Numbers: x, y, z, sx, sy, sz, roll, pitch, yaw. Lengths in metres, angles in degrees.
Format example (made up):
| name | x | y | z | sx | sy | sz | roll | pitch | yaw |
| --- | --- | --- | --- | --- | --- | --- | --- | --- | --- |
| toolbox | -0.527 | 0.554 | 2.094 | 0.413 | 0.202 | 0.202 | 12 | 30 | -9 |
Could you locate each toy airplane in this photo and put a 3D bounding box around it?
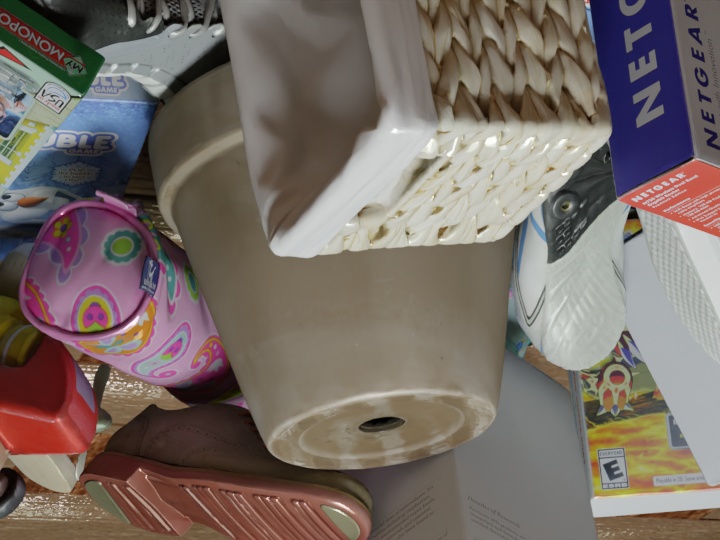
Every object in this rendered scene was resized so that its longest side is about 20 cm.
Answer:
| name | x | y | z | sx | sy | sz | roll | pitch | yaw |
| --- | --- | --- | --- | --- | --- | --- | --- | --- | --- |
| toy airplane | -0.221 | 0.038 | 1.373 | 0.141 | 0.199 | 0.200 | -46 | 177 | -17 |

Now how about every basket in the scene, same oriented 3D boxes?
| name | x | y | z | sx | sy | sz | roll | pitch | yaw |
| --- | --- | --- | --- | --- | --- | --- | --- | --- | --- |
| basket | 0.020 | -0.119 | 1.107 | 0.123 | 0.201 | 0.136 | 0 | 156 | -27 |

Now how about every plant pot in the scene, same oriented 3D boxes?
| name | x | y | z | sx | sy | sz | roll | pitch | yaw |
| --- | --- | --- | --- | --- | --- | --- | --- | --- | --- |
| plant pot | 0.000 | 0.000 | 1.242 | 0.199 | 0.174 | 0.200 | -8 | 158 | -3 |

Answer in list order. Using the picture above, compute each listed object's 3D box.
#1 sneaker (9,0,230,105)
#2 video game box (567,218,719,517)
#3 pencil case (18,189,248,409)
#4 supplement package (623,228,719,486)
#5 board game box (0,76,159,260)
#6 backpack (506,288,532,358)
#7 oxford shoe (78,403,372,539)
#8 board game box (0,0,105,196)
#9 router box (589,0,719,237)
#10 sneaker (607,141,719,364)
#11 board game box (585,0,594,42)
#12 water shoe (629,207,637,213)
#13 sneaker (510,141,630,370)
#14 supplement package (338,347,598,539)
| name | x | y | z | sx | sy | sz | roll | pitch | yaw |
| --- | --- | --- | --- | --- | --- | --- | --- | --- | --- |
| sneaker | -0.082 | -0.138 | 1.199 | 0.115 | 0.075 | 0.200 | -23 | 161 | 22 |
| video game box | 0.228 | 0.054 | 1.531 | 0.199 | 0.183 | 0.047 | -4 | 157 | -4 |
| pencil case | -0.108 | 0.021 | 1.338 | 0.087 | 0.088 | 0.200 | -14 | 160 | 17 |
| supplement package | 0.280 | -0.004 | 1.377 | 0.200 | 0.148 | 0.191 | -22 | 172 | -46 |
| board game box | -0.225 | -0.065 | 1.341 | 0.199 | 0.044 | 0.199 | 2 | 154 | -15 |
| backpack | 0.027 | 0.023 | 1.467 | 0.175 | 0.154 | 0.200 | 3 | 147 | -7 |
| oxford shoe | -0.066 | 0.103 | 1.321 | 0.199 | 0.074 | 0.071 | 6 | 144 | 40 |
| board game box | -0.233 | -0.114 | 1.150 | 0.200 | 0.029 | 0.135 | 33 | 142 | -13 |
| router box | 0.185 | -0.107 | 1.155 | 0.179 | 0.201 | 0.049 | 16 | 148 | -39 |
| sneaker | 0.189 | -0.031 | 1.256 | 0.082 | 0.074 | 0.201 | -31 | 126 | -9 |
| board game box | 0.107 | -0.112 | 1.284 | 0.151 | 0.037 | 0.200 | 25 | 145 | -24 |
| water shoe | 0.199 | -0.092 | 1.326 | 0.200 | 0.072 | 0.079 | -31 | 176 | 27 |
| sneaker | 0.110 | -0.033 | 1.310 | 0.072 | 0.073 | 0.201 | -20 | 137 | -21 |
| supplement package | 0.047 | 0.139 | 1.326 | 0.120 | 0.201 | 0.121 | 33 | 121 | -30 |
